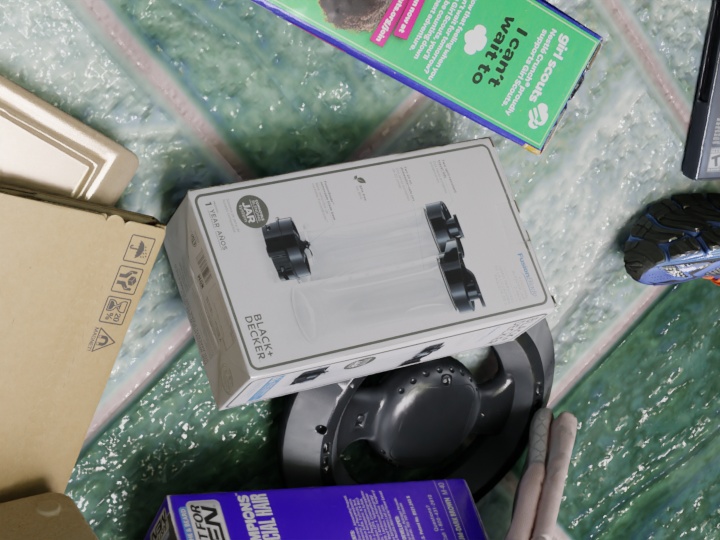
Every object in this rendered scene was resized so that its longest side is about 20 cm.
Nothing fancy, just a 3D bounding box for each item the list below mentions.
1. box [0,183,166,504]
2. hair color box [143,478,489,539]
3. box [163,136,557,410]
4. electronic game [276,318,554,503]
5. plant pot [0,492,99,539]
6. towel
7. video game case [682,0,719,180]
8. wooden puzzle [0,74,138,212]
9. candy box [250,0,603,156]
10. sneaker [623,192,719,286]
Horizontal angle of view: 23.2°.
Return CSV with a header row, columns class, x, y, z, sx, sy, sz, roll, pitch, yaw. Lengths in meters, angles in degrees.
class,x,y,z,sx,sy,sz,roll,pitch,yaw
box,-0.205,0.050,0.928,0.163,0.021,0.200,12,105,-42
hair color box,-0.034,0.183,1.063,0.200,0.065,0.109,-1,141,-28
box,0.000,0.000,1.006,0.200,0.060,0.117,-13,73,-27
electronic game,0.038,0.088,1.112,0.200,0.042,0.200,-16,124,-24
plant pot,-0.196,0.235,0.922,0.200,0.200,0.177,-11,122,-27
towel,0.094,0.215,1.108,0.032,0.191,0.200,13,126,8
video game case,0.293,-0.160,1.179,0.143,0.019,0.200,-4,110,-30
wooden puzzle,-0.235,-0.024,0.909,0.200,0.037,0.185,31,93,-41
candy box,0.001,-0.154,0.912,0.200,0.169,0.077,22,102,-35
sneaker,0.265,-0.008,1.193,0.200,0.075,0.078,-7,116,-27
